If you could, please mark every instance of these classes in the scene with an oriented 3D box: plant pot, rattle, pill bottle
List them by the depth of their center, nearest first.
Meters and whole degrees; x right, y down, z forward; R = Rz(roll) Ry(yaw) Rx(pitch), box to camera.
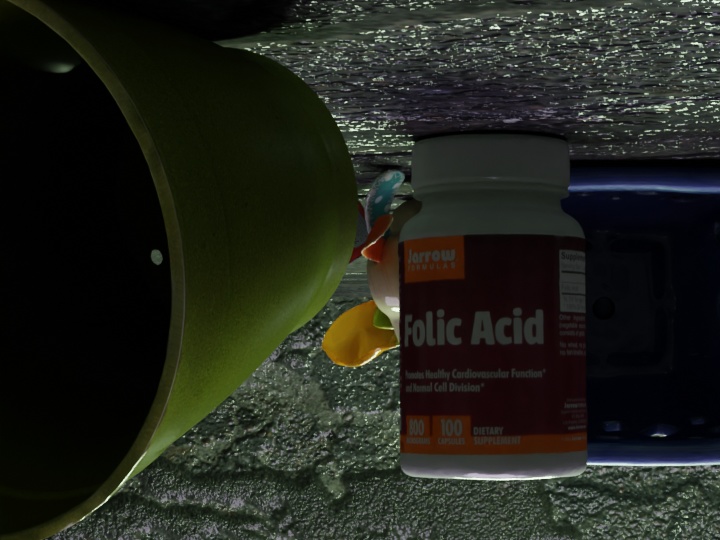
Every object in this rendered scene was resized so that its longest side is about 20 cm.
[{"bbox_3d":[-0.100,-0.018,0.691,0.200,0.201,0.193,-2,-172,28],"label":"plant pot"},{"bbox_3d":[0.079,0.023,1.074,0.114,0.201,0.114,-1,176,0],"label":"pill bottle"},{"bbox_3d":[0.173,0.028,1.266,0.199,0.201,0.180,-1,-178,2],"label":"plant pot"},{"bbox_3d":[0.000,0.000,1.296,0.143,0.131,0.200,10,173,30],"label":"rattle"}]

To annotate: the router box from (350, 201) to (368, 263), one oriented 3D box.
[{"bbox_3d":[-0.087,0.010,1.418,0.179,0.049,0.200,-33,-176,-11],"label":"router box"}]
